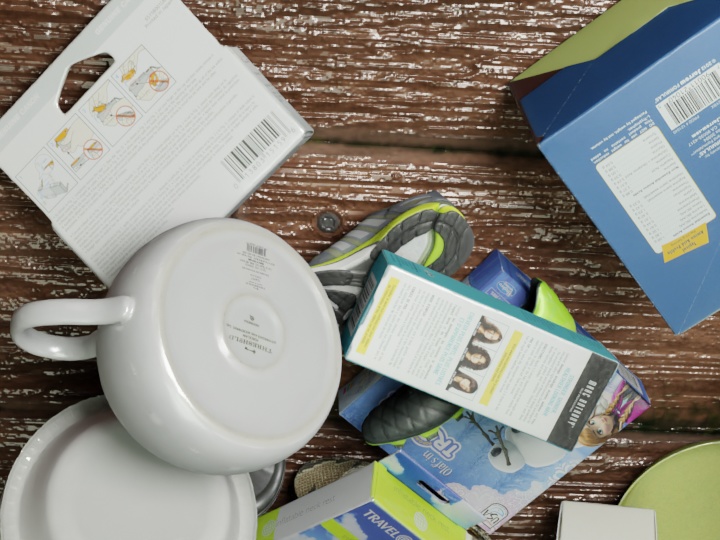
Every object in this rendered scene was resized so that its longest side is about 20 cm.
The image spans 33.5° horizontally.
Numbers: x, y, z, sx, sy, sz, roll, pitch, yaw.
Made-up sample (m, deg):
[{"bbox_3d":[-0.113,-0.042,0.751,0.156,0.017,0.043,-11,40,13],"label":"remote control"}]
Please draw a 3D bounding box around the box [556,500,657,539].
[{"bbox_3d":[0.229,0.320,1.137,0.094,0.078,0.201,5,124,11],"label":"box"}]

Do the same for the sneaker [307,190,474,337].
[{"bbox_3d":[0.000,0.000,0.974,0.199,0.081,0.074,-26,110,12],"label":"sneaker"}]

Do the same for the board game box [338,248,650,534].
[{"bbox_3d":[0.118,0.114,1.065,0.200,0.043,0.199,40,111,-20],"label":"board game box"}]

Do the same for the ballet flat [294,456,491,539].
[{"bbox_3d":[0.038,0.221,1.094,0.199,0.068,0.075,27,158,-10],"label":"ballet flat"}]

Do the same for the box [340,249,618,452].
[{"bbox_3d":[0.091,0.062,0.925,0.199,0.049,0.083,23,103,-12],"label":"box"}]

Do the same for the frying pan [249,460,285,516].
[{"bbox_3d":[-0.144,0.147,1.038,0.189,0.116,0.031,31,154,-20],"label":"frying pan"}]

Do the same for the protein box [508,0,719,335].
[{"bbox_3d":[0.255,-0.102,0.902,0.198,0.135,0.200,-35,115,15],"label":"protein box"}]

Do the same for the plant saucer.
[{"bbox_3d":[0.335,0.236,1.151,0.198,0.031,0.201,-1,119,-2],"label":"plant saucer"}]

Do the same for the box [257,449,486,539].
[{"bbox_3d":[-0.003,0.237,1.048,0.199,0.048,0.122,-30,123,33],"label":"box"}]

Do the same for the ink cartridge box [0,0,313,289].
[{"bbox_3d":[-0.166,-0.101,0.923,0.200,0.044,0.174,-43,91,11],"label":"ink cartridge box"}]

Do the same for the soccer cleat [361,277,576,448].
[{"bbox_3d":[0.081,0.076,0.988,0.199,0.068,0.081,-29,105,5],"label":"soccer cleat"}]

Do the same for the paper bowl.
[{"bbox_3d":[-0.178,0.192,0.929,0.199,0.202,0.104,17,150,-12],"label":"paper bowl"}]

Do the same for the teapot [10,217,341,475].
[{"bbox_3d":[-0.124,0.064,0.884,0.146,0.197,0.201,-23,102,43],"label":"teapot"}]
